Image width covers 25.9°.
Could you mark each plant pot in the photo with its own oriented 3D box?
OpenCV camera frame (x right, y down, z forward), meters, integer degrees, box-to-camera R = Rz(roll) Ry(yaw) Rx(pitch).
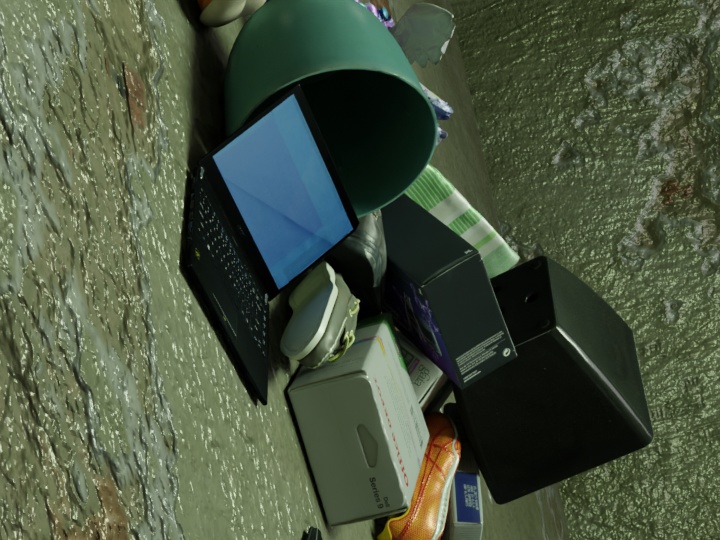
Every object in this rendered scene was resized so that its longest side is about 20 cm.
[{"bbox_3d":[-0.041,-0.170,1.494,0.201,0.199,0.162,62,9,-49],"label":"plant pot"},{"bbox_3d":[0.194,0.107,1.770,0.178,0.198,0.201,53,22,-31],"label":"plant pot"}]

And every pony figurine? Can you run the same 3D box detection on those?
[{"bbox_3d":[0.024,-0.211,1.665,0.193,0.166,0.200,45,-1,43],"label":"pony figurine"}]

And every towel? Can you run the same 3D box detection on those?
[{"bbox_3d":[0.066,-0.030,1.790,0.200,0.152,0.023,45,15,-27],"label":"towel"}]

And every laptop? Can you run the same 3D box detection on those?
[{"bbox_3d":[-0.071,-0.022,1.362,0.201,0.102,0.178,-92,163,-48],"label":"laptop"}]

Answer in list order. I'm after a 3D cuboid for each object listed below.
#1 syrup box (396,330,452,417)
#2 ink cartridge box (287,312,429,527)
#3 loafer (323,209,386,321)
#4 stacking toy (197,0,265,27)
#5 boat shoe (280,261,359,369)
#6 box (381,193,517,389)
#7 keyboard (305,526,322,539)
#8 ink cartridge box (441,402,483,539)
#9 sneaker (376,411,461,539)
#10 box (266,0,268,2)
[{"bbox_3d":[0.058,0.122,1.798,0.081,0.079,0.200,36,5,12],"label":"syrup box"},{"bbox_3d":[0.002,0.144,1.551,0.200,0.087,0.147,-66,139,-75],"label":"ink cartridge box"},{"bbox_3d":[0.000,0.000,1.634,0.201,0.072,0.073,103,9,-63],"label":"loafer"},{"bbox_3d":[-0.139,-0.346,1.482,0.201,0.145,0.146,55,13,-4],"label":"stacking toy"},{"bbox_3d":[-0.032,0.050,1.489,0.060,0.072,0.202,46,12,-12],"label":"boat shoe"},{"bbox_3d":[0.073,0.016,1.682,0.200,0.078,0.142,42,-24,57],"label":"box"},{"bbox_3d":[-0.018,0.339,1.378,0.127,0.020,0.202,-86,159,-74],"label":"keyboard"},{"bbox_3d":[0.110,0.294,1.821,0.201,0.040,0.202,-90,-175,-53],"label":"ink cartridge box"},{"bbox_3d":[0.063,0.223,1.719,0.073,0.076,0.201,-59,-170,37],"label":"sneaker"},{"bbox_3d":[-0.074,-0.299,1.784,0.201,0.069,0.065,-85,155,-59],"label":"box"}]
